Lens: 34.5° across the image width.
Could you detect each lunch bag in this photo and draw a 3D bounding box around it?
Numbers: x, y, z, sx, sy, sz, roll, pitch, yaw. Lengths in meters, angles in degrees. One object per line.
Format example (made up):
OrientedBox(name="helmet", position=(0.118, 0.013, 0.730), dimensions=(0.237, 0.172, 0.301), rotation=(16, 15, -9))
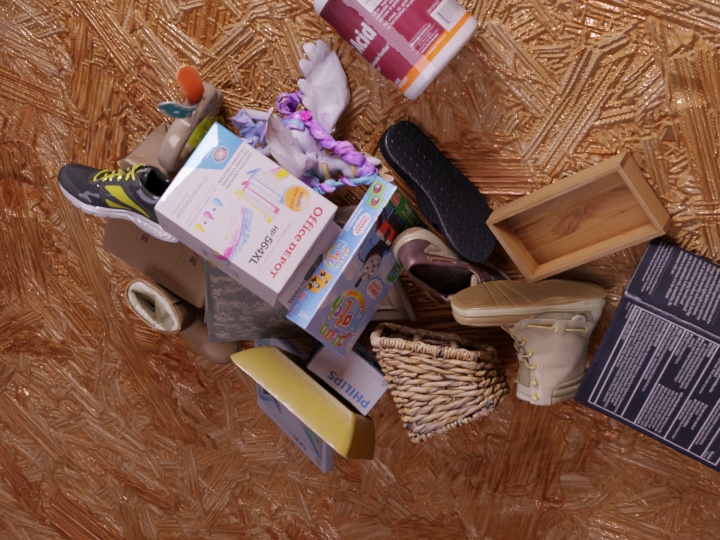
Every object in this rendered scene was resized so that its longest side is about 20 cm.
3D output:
OrientedBox(name="lunch bag", position=(-0.127, 0.016, 1.538), dimensions=(0.163, 0.118, 0.201), rotation=(-2, 135, -8))

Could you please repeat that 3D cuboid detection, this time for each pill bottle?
OrientedBox(name="pill bottle", position=(0.022, -0.293, 1.267), dimensions=(0.200, 0.114, 0.114), rotation=(42, 137, -4))

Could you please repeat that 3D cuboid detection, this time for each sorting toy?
OrientedBox(name="sorting toy", position=(-0.027, -0.009, 1.600), dimensions=(0.199, 0.036, 0.186), rotation=(0, 125, 39))

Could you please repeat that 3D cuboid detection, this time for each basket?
OrientedBox(name="basket", position=(0.106, 0.118, 1.503), dimensions=(0.142, 0.200, 0.150), rotation=(-23, 89, 6))

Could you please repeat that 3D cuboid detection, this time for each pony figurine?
OrientedBox(name="pony figurine", position=(-0.070, -0.162, 1.430), dimensions=(0.199, 0.167, 0.193), rotation=(3, 142, 43))

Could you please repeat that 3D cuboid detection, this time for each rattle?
OrientedBox(name="rattle", position=(-0.183, -0.169, 1.476), dimensions=(0.143, 0.130, 0.200), rotation=(50, 156, 4))

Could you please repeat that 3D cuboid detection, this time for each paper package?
OrientedBox(name="paper package", position=(-0.252, -0.074, 1.641), dimensions=(0.190, 0.104, 0.200), rotation=(32, 136, 5))

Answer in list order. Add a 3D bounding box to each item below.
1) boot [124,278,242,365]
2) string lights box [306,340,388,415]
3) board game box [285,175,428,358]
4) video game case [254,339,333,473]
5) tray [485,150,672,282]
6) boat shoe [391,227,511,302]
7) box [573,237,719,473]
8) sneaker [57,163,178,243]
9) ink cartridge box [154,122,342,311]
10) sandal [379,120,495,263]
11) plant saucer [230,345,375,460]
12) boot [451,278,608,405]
OrientedBox(name="boot", position=(-0.261, 0.081, 1.719), dimensions=(0.175, 0.066, 0.200), rotation=(37, 179, 2))
OrientedBox(name="string lights box", position=(-0.018, 0.134, 1.603), dimensions=(0.103, 0.059, 0.200), rotation=(40, 180, -3))
OrientedBox(name="board game box", position=(0.000, 0.000, 1.427), dimensions=(0.037, 0.200, 0.151), rotation=(32, 175, 25))
OrientedBox(name="video game case", position=(-0.102, 0.188, 1.767), dimensions=(0.182, 0.022, 0.201), rotation=(40, 143, 35))
OrientedBox(name="tray", position=(0.254, -0.060, 1.366), dimensions=(0.200, 0.037, 0.099), rotation=(-23, 111, 44))
OrientedBox(name="boat shoe", position=(0.125, 0.019, 1.439), dimensions=(0.200, 0.072, 0.072), rotation=(32, 115, -32))
OrientedBox(name="box", position=(0.383, 0.100, 1.349), dimensions=(0.198, 0.123, 0.201), rotation=(27, 137, 13))
OrientedBox(name="sneaker", position=(-0.302, -0.111, 1.525), dimensions=(0.199, 0.075, 0.085), rotation=(20, 129, 5))
OrientedBox(name="ink cartridge box", position=(-0.124, -0.056, 1.375), dimensions=(0.200, 0.129, 0.125), rotation=(34, 170, 0))
OrientedBox(name="sandal", position=(0.096, -0.096, 1.425), dimensions=(0.201, 0.075, 0.048), rotation=(53, 157, -5))
OrientedBox(name="plant saucer", position=(-0.061, 0.167, 1.526), dimensions=(0.200, 0.049, 0.200), rotation=(39, 180, 14))
OrientedBox(name="boot", position=(0.198, 0.091, 1.417), dimensions=(0.073, 0.199, 0.156), rotation=(-128, 39, -56))
